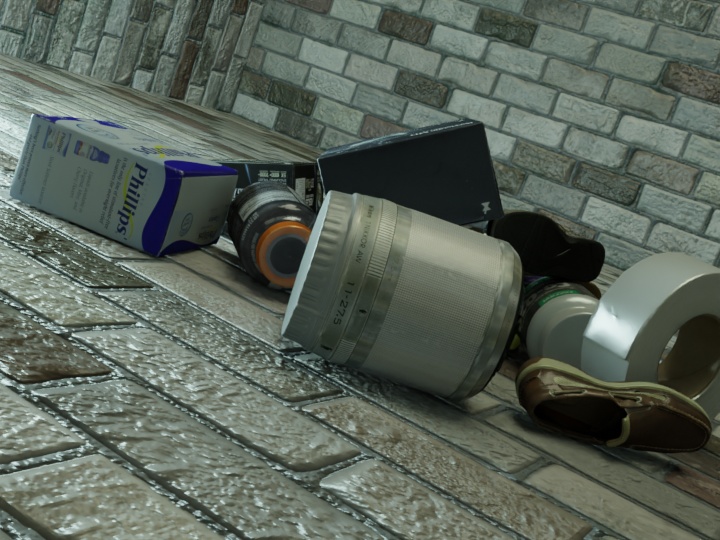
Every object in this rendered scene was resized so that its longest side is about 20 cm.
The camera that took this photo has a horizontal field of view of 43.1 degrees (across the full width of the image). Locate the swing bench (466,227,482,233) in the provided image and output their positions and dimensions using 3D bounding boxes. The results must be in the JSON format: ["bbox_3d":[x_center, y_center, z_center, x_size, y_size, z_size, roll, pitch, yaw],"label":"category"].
[{"bbox_3d":[0.083,-0.056,1.478,0.200,0.130,0.199,7,16,-31],"label":"swing bench"}]

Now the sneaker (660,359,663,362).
[{"bbox_3d":[0.331,0.118,1.170,0.082,0.074,0.200,14,10,-18],"label":"sneaker"}]

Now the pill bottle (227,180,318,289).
[{"bbox_3d":[-0.099,-0.040,1.090,0.106,0.106,0.200,17,11,-17],"label":"pill bottle"}]

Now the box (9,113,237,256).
[{"bbox_3d":[-0.277,-0.105,1.100,0.200,0.105,0.184,22,11,9],"label":"box"}]

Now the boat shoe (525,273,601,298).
[{"bbox_3d":[0.273,0.012,1.407,0.200,0.074,0.066,35,-9,12],"label":"boat shoe"}]

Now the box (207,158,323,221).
[{"bbox_3d":[-0.153,-0.119,1.341,0.163,0.086,0.200,4,8,9],"label":"box"}]

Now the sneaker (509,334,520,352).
[{"bbox_3d":[0.144,0.014,1.151,0.200,0.090,0.078,51,-3,3],"label":"sneaker"}]

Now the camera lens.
[{"bbox_3d":[0.042,0.024,0.860,0.200,0.160,0.160,19,10,-6],"label":"camera lens"}]

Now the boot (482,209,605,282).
[{"bbox_3d":[0.201,-0.042,1.184,0.203,0.074,0.154,15,6,-38],"label":"boot"}]

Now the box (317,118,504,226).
[{"bbox_3d":[0.059,-0.110,1.120,0.196,0.118,0.200,-12,11,3],"label":"box"}]

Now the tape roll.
[{"bbox_3d":[0.339,0.084,1.000,0.202,0.203,0.071,13,13,-33],"label":"tape roll"}]

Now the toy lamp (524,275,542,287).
[{"bbox_3d":[0.304,0.053,1.281,0.200,0.058,0.058,17,10,-5],"label":"toy lamp"}]

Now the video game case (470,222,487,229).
[{"bbox_3d":[0.105,-0.105,1.385,0.200,0.018,0.143,17,14,10],"label":"video game case"}]

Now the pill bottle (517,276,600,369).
[{"bbox_3d":[0.255,0.077,1.124,0.113,0.113,0.200,19,9,-2],"label":"pill bottle"}]

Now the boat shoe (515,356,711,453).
[{"bbox_3d":[0.249,0.149,0.891,0.202,0.075,0.075,13,24,-3],"label":"boat shoe"}]
